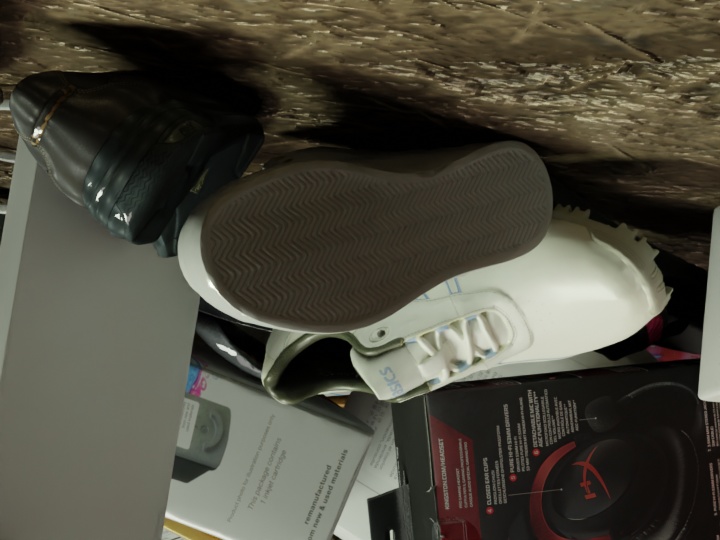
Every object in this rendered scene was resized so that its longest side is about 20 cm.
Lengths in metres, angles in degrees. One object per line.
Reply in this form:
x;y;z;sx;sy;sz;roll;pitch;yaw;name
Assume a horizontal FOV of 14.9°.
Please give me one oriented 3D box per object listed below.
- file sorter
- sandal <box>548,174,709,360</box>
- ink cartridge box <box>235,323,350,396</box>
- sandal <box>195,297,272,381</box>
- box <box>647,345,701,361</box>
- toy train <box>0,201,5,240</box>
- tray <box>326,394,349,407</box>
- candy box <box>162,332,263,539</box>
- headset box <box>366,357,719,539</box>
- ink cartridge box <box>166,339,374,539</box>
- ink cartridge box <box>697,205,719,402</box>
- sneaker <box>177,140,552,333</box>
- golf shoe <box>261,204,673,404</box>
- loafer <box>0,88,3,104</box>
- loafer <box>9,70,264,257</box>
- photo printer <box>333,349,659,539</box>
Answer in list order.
-0.164;0.027;1.238;0.124;0.201;0.139;5;172;30;file sorter
0.109;0.009;1.304;0.075;0.045;0.200;-13;150;38;sandal
-0.003;0.033;1.589;0.104;0.060;0.200;14;167;-37;ink cartridge box
-0.068;0.022;1.389;0.200;0.043;0.076;25;-177;-6;sandal
0.139;0.109;1.532;0.102;0.201;0.095;5;170;-3;box
-0.162;-0.018;1.466;0.199;0.034;0.046;10;-179;-29;toy train
0.069;0.070;1.677;0.199;0.099;0.037;-1;125;32;tray
-0.138;0.071;1.536;0.200;0.117;0.056;29;161;-14;candy box
0.103;0.122;1.303;0.199;0.149;0.075;-6;180;-13;headset box
-0.109;0.074;1.431;0.199;0.086;0.148;21;-178;-13;ink cartridge box
0.195;0.044;1.185;0.045;0.177;0.200;6;170;-9;ink cartridge box
-0.024;-0.014;1.176;0.200;0.074;0.115;-10;-175;-44;sneaker
0.044;0.029;1.242;0.199;0.097;0.078;-9;123;36;golf shoe
-0.186;-0.066;1.084;0.068;0.076;0.200;41;170;-10;loafer
-0.091;-0.053;1.145;0.072;0.073;0.200;35;179;7;loafer
0.075;0.096;1.432;0.069;0.167;0.200;26;180;-40;photo printer
